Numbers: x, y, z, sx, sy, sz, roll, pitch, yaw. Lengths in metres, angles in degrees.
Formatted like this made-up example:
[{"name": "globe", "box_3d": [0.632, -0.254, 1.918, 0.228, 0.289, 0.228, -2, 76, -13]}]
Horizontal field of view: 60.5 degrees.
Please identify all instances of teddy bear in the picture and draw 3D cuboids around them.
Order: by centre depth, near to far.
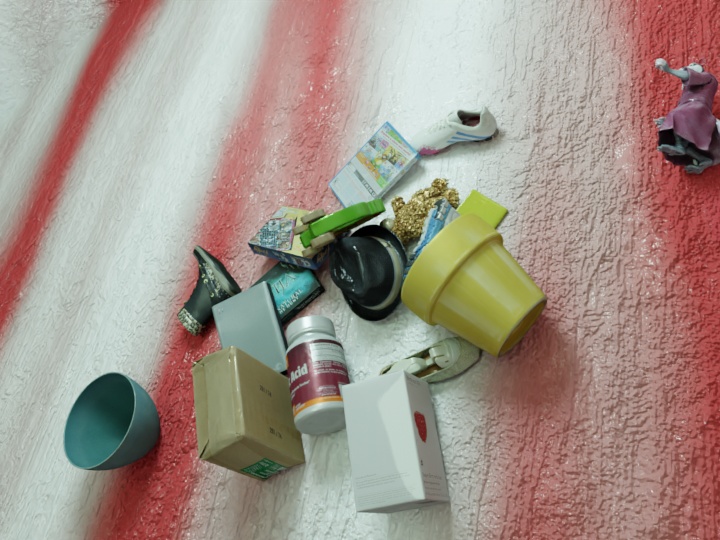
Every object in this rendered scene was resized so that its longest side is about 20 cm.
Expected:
[{"name": "teddy bear", "box_3d": [0.111, -0.117, 1.258, 0.199, 0.067, 0.146, -25, 51, 16]}]

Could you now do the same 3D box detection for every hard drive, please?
[{"name": "hard drive", "box_3d": [-0.228, 0.142, 1.301, 0.139, 0.033, 0.201, -25, 68, 12]}]

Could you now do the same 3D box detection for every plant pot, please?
[{"name": "plant pot", "box_3d": [0.201, 0.038, 1.045, 0.201, 0.201, 0.189, -47, 66, -1]}, {"name": "plant pot", "box_3d": [-0.511, 0.335, 1.324, 0.199, 0.135, 0.202, -14, 58, 23]}]

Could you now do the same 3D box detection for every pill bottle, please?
[{"name": "pill bottle", "box_3d": [-0.081, 0.194, 1.164, 0.113, 0.114, 0.201, -25, 53, 16]}]

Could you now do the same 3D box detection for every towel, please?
[{"name": "towel", "box_3d": [0.195, -0.059, 1.200, 0.086, 0.018, 0.201, 35, 83, 20]}]

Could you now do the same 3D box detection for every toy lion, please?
[{"name": "toy lion", "box_3d": [-0.032, -0.098, 1.227, 0.190, 0.200, 0.069, -24, 90, -14]}]

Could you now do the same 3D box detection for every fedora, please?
[{"name": "fedora", "box_3d": [0.000, 0.000, 1.205, 0.200, 0.091, 0.203, -10, 76, 43]}]

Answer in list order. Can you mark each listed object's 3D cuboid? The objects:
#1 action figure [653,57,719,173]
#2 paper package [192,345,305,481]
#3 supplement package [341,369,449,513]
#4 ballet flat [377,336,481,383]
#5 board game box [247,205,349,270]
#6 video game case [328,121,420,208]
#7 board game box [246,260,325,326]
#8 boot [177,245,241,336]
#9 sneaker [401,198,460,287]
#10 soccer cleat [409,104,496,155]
[{"name": "action figure", "box_3d": [0.567, -0.277, 1.037, 0.148, 0.134, 0.201, 11, 72, 34]}, {"name": "paper package", "box_3d": [-0.207, 0.268, 1.140, 0.103, 0.200, 0.192, -26, 53, 15]}, {"name": "supplement package", "box_3d": [0.057, 0.283, 1.013, 0.119, 0.121, 0.202, -19, 63, 21]}, {"name": "ballet flat", "box_3d": [0.121, 0.165, 1.093, 0.199, 0.062, 0.068, -29, 53, 13]}, {"name": "board game box", "box_3d": [-0.138, -0.077, 1.378, 0.199, 0.035, 0.136, 15, 53, 36]}, {"name": "video game case", "box_3d": [0.027, -0.223, 1.381, 0.200, 0.018, 0.143, -45, 49, 13]}, {"name": "board game box", "box_3d": [-0.185, 0.059, 1.359, 0.200, 0.028, 0.136, -40, 51, 5]}, {"name": "boot", "box_3d": [-0.381, 0.043, 1.456, 0.154, 0.073, 0.203, -48, 51, 1]}, {"name": "sneaker", "box_3d": [0.147, -0.033, 1.149, 0.201, 0.086, 0.075, -63, 14, -17]}, {"name": "soccer cleat", "box_3d": [0.187, -0.304, 1.307, 0.198, 0.086, 0.070, -9, 59, 27]}]
